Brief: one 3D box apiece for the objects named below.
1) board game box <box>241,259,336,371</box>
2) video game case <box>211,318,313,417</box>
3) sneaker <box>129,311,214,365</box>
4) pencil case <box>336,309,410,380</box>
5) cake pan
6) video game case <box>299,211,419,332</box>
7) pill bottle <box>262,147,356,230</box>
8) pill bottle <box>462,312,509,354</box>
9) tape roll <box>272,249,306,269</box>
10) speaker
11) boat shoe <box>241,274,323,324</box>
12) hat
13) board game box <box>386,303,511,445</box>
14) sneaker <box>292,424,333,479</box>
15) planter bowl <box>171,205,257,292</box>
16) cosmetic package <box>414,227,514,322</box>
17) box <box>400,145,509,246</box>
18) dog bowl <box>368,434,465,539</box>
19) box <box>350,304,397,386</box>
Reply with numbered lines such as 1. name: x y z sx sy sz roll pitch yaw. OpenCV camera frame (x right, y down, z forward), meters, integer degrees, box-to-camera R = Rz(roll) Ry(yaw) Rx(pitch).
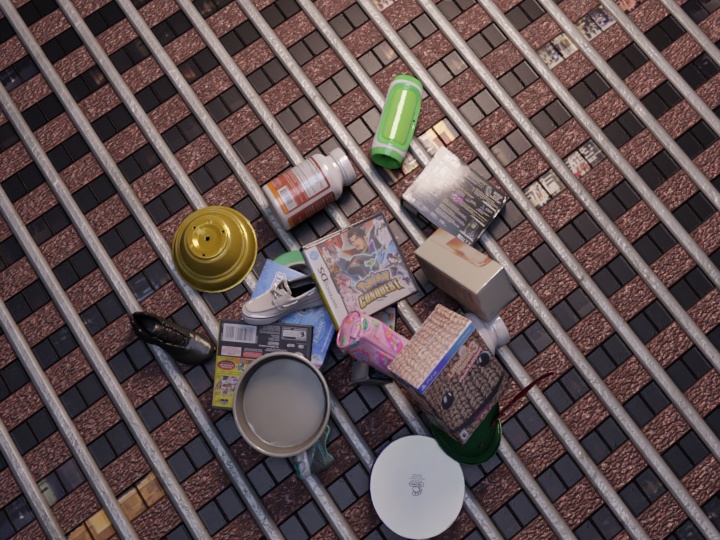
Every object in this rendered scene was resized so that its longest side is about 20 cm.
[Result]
1. board game box: -0.146 0.107 1.473 0.195 0.043 0.204 21 78 7
2. video game case: -0.199 0.197 1.423 0.195 0.026 0.186 4 86 4
3. sneaker: -0.408 0.144 1.491 0.196 0.091 0.077 20 74 4
4. pencil case: 0.047 0.154 1.351 0.198 0.087 0.089 33 75 -26
5. cake pan: -0.154 0.264 1.383 0.195 0.037 0.206 0 85 3
6. video game case: 0.000 0.000 1.410 0.197 0.025 0.184 -25 86 -23
7. pill bottle: -0.112 -0.187 1.561 0.198 0.112 0.113 -32 78 -8
8. pill bottle: 0.210 0.162 1.470 0.197 0.113 0.115 -29 77 -6
9. tape roll: -0.128 0.059 1.531 0.195 0.048 0.206 0 77 2
10. speaker: 0.085 -0.343 1.613 0.086 0.089 0.205 15 76 4
11. boat shoe: -0.150 0.051 1.418 0.195 0.067 0.073 -13 46 -4
12. hat: 0.252 0.262 1.386 0.164 0.177 0.200 37 48 5
13. board game box: 0.172 0.198 1.322 0.160 0.201 0.096 -48 37 -12
14. sneaker: -0.105 0.327 1.463 0.089 0.078 0.205 -5 78 -18
15. planter bowl: -0.332 -0.059 1.545 0.195 0.084 0.206 0 76 1
16. cosmetic package: 0.217 0.006 1.468 0.087 0.104 0.199 -42 46 -11
17. box: 0.213 -0.160 1.586 0.199 0.044 0.161 38 79 9
18. dog bowl: 0.113 0.437 1.419 0.194 0.079 0.205 0 76 1
19. box: 0.030 0.137 1.473 0.059 0.117 0.205 9 74 -17
